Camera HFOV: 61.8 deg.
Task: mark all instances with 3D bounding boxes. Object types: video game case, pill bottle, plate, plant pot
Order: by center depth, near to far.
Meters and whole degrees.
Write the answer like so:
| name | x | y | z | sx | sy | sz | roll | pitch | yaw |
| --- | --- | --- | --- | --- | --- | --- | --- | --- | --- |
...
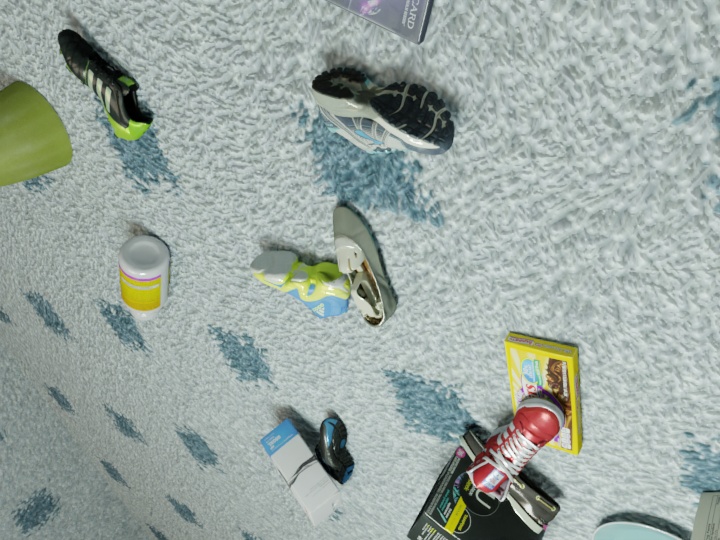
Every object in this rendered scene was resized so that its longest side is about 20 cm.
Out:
| name | x | y | z | sx | sy | sz | roll | pitch | yaw |
| --- | --- | --- | --- | --- | --- | --- | --- | --- | --- |
| video game case | -0.002 | -0.352 | 0.648 | 0.198 | 0.019 | 0.144 | 30 | 139 | 14 |
| plate | 0.475 | 0.465 | 0.965 | 0.197 | 0.026 | 0.203 | 23 | 138 | 23 |
| plant pot | -0.729 | -0.250 | 1.213 | 0.184 | 0.200 | 0.190 | 22 | 137 | 23 |
| pill bottle | -0.471 | 0.024 | 1.313 | 0.103 | 0.104 | 0.201 | 35 | 140 | 9 |

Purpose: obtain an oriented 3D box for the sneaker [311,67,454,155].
| name | x | y | z | sx | sy | sz | roll | pitch | yaw |
| --- | --- | --- | --- | --- | --- | --- | --- | --- | --- |
| sneaker | 0.031 | -0.183 | 0.743 | 0.198 | 0.078 | 0.087 | 30 | 152 | 26 |

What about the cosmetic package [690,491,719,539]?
| name | x | y | z | sx | sy | sz | roll | pitch | yaw |
| --- | --- | --- | --- | --- | --- | --- | --- | --- | --- |
| cosmetic package | 0.531 | 0.337 | 0.743 | 0.088 | 0.103 | 0.199 | 50 | 142 | -8 |

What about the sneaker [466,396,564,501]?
| name | x | y | z | sx | sy | sz | roll | pitch | yaw |
| --- | --- | --- | --- | --- | --- | --- | --- | --- | --- |
| sneaker | 0.225 | 0.270 | 0.893 | 0.071 | 0.112 | 0.201 | 38 | 144 | 12 |

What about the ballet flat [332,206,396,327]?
| name | x | y | z | sx | sy | sz | roll | pitch | yaw |
| --- | --- | --- | --- | --- | --- | --- | --- | --- | --- |
| ballet flat | 0.000 | 0.000 | 0.923 | 0.066 | 0.064 | 0.203 | -2 | 122 | 41 |

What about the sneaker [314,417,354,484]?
| name | x | y | z | sx | sy | sz | roll | pitch | yaw |
| --- | --- | --- | --- | --- | --- | --- | --- | --- | --- |
| sneaker | -0.072 | 0.396 | 1.330 | 0.081 | 0.073 | 0.203 | 18 | 134 | 30 |

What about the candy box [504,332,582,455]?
| name | x | y | z | sx | sy | sz | roll | pitch | yaw |
| --- | --- | --- | --- | --- | --- | --- | --- | --- | --- |
| candy box | 0.271 | 0.184 | 0.887 | 0.101 | 0.026 | 0.203 | 12 | 132 | 38 |

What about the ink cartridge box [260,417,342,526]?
| name | x | y | z | sx | sy | sz | roll | pitch | yaw |
| --- | --- | --- | --- | --- | --- | --- | --- | --- | --- |
| ink cartridge box | -0.132 | 0.457 | 1.359 | 0.200 | 0.084 | 0.146 | 47 | 160 | 25 |

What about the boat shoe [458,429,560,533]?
| name | x | y | z | sx | sy | sz | roll | pitch | yaw |
| --- | --- | --- | --- | --- | --- | --- | --- | --- | --- |
| boat shoe | 0.251 | 0.345 | 1.023 | 0.202 | 0.061 | 0.072 | 48 | -174 | 8 |

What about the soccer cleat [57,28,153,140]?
| name | x | y | z | sx | sy | sz | roll | pitch | yaw |
| --- | --- | --- | --- | --- | --- | --- | --- | --- | --- |
| soccer cleat | -0.424 | -0.318 | 1.011 | 0.080 | 0.068 | 0.202 | -20 | 112 | 29 |

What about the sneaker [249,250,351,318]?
| name | x | y | z | sx | sy | sz | roll | pitch | yaw |
| --- | --- | --- | --- | --- | --- | --- | --- | --- | --- |
| sneaker | -0.102 | 0.033 | 1.031 | 0.197 | 0.076 | 0.107 | 14 | 133 | 30 |

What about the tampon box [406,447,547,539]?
| name | x | y | z | sx | sy | sz | roll | pitch | yaw |
| --- | --- | --- | --- | --- | --- | --- | --- | --- | --- |
| tampon box | 0.212 | 0.456 | 1.081 | 0.198 | 0.150 | 0.127 | 31 | 140 | 13 |
